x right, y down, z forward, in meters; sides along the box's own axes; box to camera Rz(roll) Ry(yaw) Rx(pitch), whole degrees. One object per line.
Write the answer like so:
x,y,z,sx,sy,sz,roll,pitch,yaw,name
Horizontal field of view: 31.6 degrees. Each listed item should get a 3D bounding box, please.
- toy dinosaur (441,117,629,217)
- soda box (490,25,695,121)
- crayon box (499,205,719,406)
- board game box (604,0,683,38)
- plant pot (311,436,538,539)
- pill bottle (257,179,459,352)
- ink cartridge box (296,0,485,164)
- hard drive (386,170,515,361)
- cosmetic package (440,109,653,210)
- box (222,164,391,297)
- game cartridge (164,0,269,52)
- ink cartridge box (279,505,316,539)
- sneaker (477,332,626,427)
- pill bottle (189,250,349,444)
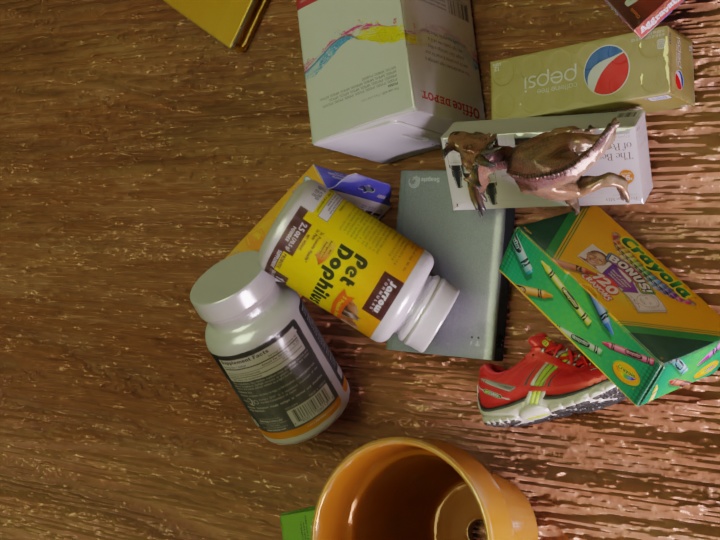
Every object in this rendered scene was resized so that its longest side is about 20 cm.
0.162,-0.094,1.167,0.200,0.134,0.087,-178,86,-74,toy dinosaur
0.230,-0.189,1.278,0.199,0.064,0.068,-5,82,36,soda box
0.242,0.029,1.205,0.200,0.118,0.059,47,134,31,crayon box
0.261,-0.322,1.255,0.103,0.019,0.201,-43,48,15,board game box
0.082,0.266,1.263,0.199,0.183,0.202,-4,82,32,plant pot
0.000,0.000,1.325,0.199,0.109,0.110,32,107,1,pill bottle
0.032,-0.234,1.381,0.144,0.145,0.202,-15,76,35,ink cartridge box
0.098,-0.008,1.379,0.139,0.033,0.202,3,87,38,hard drive
0.185,-0.108,1.269,0.199,0.051,0.083,-1,117,26,cosmetic package
-0.056,-0.047,1.446,0.200,0.119,0.042,-46,57,24,box
-0.179,-0.401,1.636,0.200,0.032,0.177,40,109,36,game cartridge
0.001,0.346,1.344,0.075,0.147,0.202,-19,75,34,ink cartridge box
0.196,0.101,1.264,0.199,0.077,0.086,-18,75,34,sneaker
-0.101,0.085,1.410,0.116,0.117,0.201,-7,123,36,pill bottle
